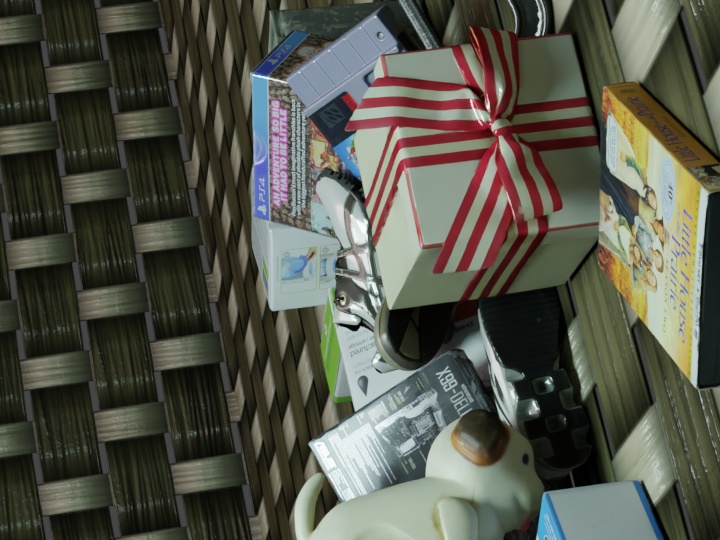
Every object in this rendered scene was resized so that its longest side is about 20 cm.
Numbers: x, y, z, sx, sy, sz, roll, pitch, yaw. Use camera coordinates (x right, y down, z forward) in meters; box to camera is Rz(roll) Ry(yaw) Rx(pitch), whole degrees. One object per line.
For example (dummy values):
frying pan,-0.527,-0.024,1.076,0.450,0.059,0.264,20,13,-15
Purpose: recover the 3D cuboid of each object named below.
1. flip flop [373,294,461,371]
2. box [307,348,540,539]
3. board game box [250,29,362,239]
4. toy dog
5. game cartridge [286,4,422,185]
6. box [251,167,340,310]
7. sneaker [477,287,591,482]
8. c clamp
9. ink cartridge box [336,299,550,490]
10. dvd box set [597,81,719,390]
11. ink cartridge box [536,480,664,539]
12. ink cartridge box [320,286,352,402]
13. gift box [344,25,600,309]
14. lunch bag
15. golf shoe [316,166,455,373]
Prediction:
flip flop,0.056,0.018,1.707,0.057,0.081,0.201,-38,15,44
box,0.069,0.193,1.725,0.201,0.157,0.050,59,-164,12
board game box,0.005,-0.117,1.873,0.097,0.198,0.161,-51,-30,-49
toy dog,0.064,0.208,1.623,0.194,0.200,0.140,43,171,33
game cartridge,0.036,-0.123,1.768,0.200,0.129,0.038,51,-144,-10
box,-0.004,-0.042,2.000,0.113,0.198,0.102,-109,17,-51
sneaker,0.137,0.086,1.705,0.089,0.073,0.202,116,145,-67
c clamp,0.061,-0.232,1.651,0.201,0.170,0.027,55,-158,8
ink cartridge box,0.075,0.126,1.824,0.084,0.143,0.202,35,-144,-58
dvd box set,0.211,-0.028,1.380,0.200,0.029,0.148,-118,23,-61
ink cartridge box,0.190,0.287,1.553,0.147,0.083,0.201,-109,15,-46
ink cartridge box,0.045,0.036,1.945,0.201,0.146,0.076,98,161,-51
gift box,0.084,-0.071,1.578,0.187,0.198,0.186,117,139,-68
lunch bag,-0.011,-0.167,2.038,0.118,0.162,0.201,-108,16,-44
golf shoe,0.000,0.000,1.792,0.201,0.094,0.078,57,-177,20
